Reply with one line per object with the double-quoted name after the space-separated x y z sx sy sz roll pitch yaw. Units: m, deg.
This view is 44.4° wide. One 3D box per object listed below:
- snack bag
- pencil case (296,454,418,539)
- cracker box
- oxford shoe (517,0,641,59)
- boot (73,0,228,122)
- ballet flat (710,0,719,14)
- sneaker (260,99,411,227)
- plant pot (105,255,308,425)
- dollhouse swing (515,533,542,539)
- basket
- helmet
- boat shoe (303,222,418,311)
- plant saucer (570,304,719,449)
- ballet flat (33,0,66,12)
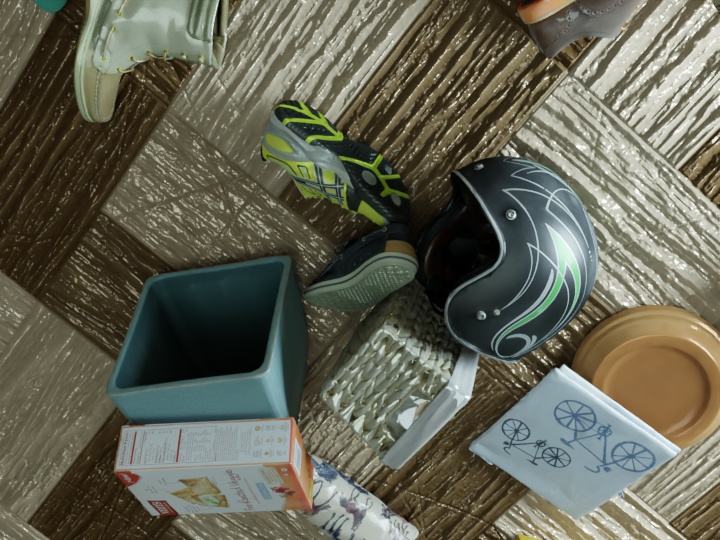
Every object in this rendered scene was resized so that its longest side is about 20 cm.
0.261 0.222 1.102 0.187 0.022 0.201 33 131 -5 "snack bag"
-0.022 0.329 1.184 0.199 0.078 0.090 37 99 -7 "pencil case"
-0.159 0.224 0.994 0.196 0.059 0.135 -4 145 7 "cracker box"
0.262 -0.283 0.892 0.198 0.072 0.073 -21 113 30 "oxford shoe"
-0.232 -0.244 0.988 0.152 0.072 0.203 17 113 -1 "boot"
0.358 -0.330 0.865 0.074 0.068 0.204 7 109 30 "ballet flat"
-0.027 -0.110 1.016 0.199 0.076 0.077 40 128 -1 "sneaker"
-0.157 0.132 1.069 0.193 0.198 0.202 -8 129 12 "plant pot"
0.256 0.501 1.157 0.178 0.176 0.203 14 115 3 "dollhouse swing"
0.051 0.105 1.017 0.123 0.200 0.136 40 113 -4 "basket"
0.160 -0.020 0.952 0.198 0.200 0.192 32 105 -5 "helmet"
0.000 0.000 1.032 0.074 0.063 0.199 19 152 -27 "boat shoe"
0.354 0.141 1.068 0.196 0.038 0.204 4 112 8 "plant saucer"
-0.338 -0.377 0.949 0.066 0.071 0.203 20 114 0 "ballet flat"
